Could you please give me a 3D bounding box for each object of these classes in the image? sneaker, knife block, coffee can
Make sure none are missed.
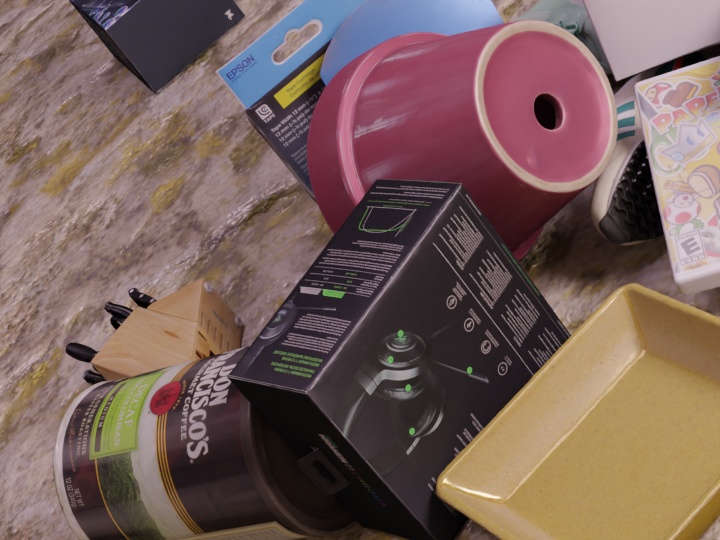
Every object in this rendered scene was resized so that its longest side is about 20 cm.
[{"bbox_3d":[0.208,-0.086,1.256,0.093,0.070,0.200,-16,34,46],"label":"sneaker"},{"bbox_3d":[-0.194,0.091,1.455,0.175,0.064,0.200,-28,32,19],"label":"knife block"},{"bbox_3d":[0.169,-0.179,1.407,0.118,0.074,0.200,-33,20,-3],"label":"sneaker"},{"bbox_3d":[-0.107,0.136,1.214,0.200,0.146,0.147,-16,37,36],"label":"coffee can"}]

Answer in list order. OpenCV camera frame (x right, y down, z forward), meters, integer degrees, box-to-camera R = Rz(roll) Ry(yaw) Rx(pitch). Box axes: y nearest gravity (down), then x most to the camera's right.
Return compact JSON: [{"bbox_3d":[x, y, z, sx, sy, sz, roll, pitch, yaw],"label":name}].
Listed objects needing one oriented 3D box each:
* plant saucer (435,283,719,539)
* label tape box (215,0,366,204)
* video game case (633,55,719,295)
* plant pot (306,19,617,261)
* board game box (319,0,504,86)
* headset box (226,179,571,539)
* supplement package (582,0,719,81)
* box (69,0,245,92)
[{"bbox_3d":[0.172,0.114,1.035,0.200,0.048,0.200,-45,31,-11],"label":"plant saucer"},{"bbox_3d":[-0.019,-0.149,1.448,0.143,0.200,0.066,-40,24,-1],"label":"label tape box"},{"bbox_3d":[0.297,-0.087,1.116,0.200,0.023,0.182,-17,51,17],"label":"video game case"},{"bbox_3d":[0.087,-0.098,1.222,0.179,0.200,0.200,-24,29,57],"label":"plant pot"},{"bbox_3d":[0.065,-0.147,1.395,0.158,0.200,0.039,-31,2,-4],"label":"board game box"},{"bbox_3d":[0.031,0.068,1.127,0.093,0.174,0.200,6,54,50],"label":"headset box"},{"bbox_3d":[0.254,-0.240,1.279,0.120,0.121,0.200,-19,9,29],"label":"supplement package"},{"bbox_3d":[-0.258,-0.329,2.053,0.148,0.107,0.200,-41,31,-5],"label":"box"}]
